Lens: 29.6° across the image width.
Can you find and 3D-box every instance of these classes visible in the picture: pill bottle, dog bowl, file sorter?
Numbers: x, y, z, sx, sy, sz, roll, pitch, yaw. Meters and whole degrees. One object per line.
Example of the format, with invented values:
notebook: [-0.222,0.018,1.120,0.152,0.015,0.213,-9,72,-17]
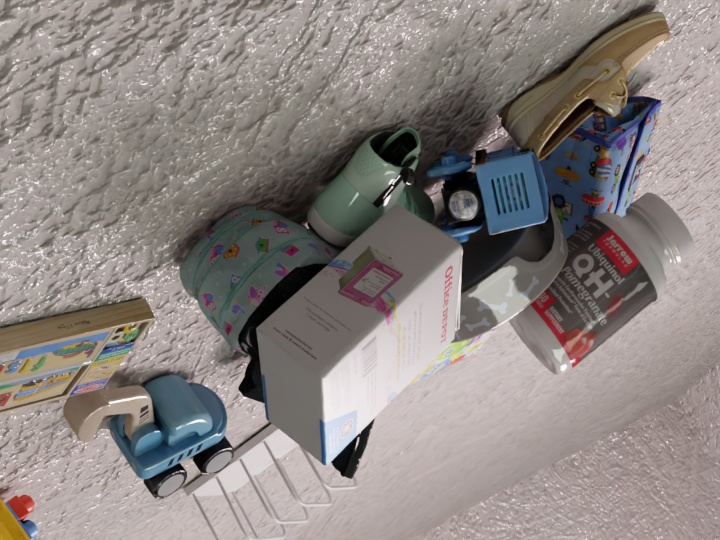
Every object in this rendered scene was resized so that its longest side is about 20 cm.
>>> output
pill bottle: [0.253,0.010,1.448,0.199,0.111,0.111,-38,162,-4]
dog bowl: [0.131,-0.002,1.431,0.199,0.059,0.200,-34,-163,12]
file sorter: [-0.127,0.317,1.997,0.199,0.125,0.139,-36,160,14]

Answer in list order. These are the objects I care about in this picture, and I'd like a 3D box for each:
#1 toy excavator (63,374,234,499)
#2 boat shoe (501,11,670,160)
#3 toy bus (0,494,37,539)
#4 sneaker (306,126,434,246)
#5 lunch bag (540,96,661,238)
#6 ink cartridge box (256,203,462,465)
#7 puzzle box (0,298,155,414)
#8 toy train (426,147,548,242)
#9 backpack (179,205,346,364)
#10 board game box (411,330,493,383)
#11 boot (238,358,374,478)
toy excavator: [-0.236,0.164,1.515,0.193,0.100,0.201,-25,147,-27]
boat shoe: [0.243,-0.186,1.409,0.199,0.070,0.074,-36,161,13]
toy bus: [-0.454,0.334,1.544,0.200,0.136,0.192,-43,175,35]
sneaker: [0.042,-0.083,1.345,0.118,0.074,0.200,-50,161,25]
lunch bag: [0.278,-0.115,1.569,0.199,0.093,0.152,-27,134,-49]
ink cartridge box: [0.003,0.058,1.266,0.200,0.084,0.145,-41,150,-29]
puzzle box: [-0.304,0.089,1.295,0.199,0.026,0.133,-13,154,-45]
toy train: [0.129,-0.081,1.366,0.113,0.088,0.200,-10,-173,7]
backpack: [-0.082,0.022,1.317,0.168,0.126,0.200,-55,158,4]
board game box: [0.059,0.078,1.724,0.198,0.105,0.103,-21,160,-28]
boot: [-0.062,0.157,1.635,0.201,0.166,0.077,105,3,-49]
